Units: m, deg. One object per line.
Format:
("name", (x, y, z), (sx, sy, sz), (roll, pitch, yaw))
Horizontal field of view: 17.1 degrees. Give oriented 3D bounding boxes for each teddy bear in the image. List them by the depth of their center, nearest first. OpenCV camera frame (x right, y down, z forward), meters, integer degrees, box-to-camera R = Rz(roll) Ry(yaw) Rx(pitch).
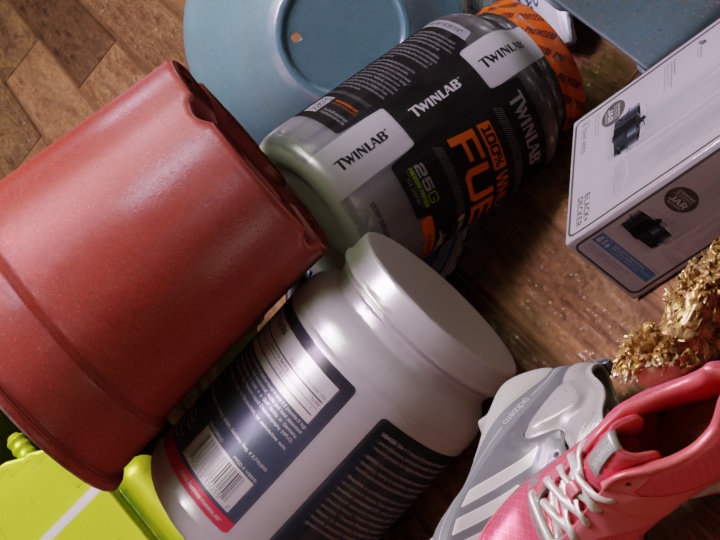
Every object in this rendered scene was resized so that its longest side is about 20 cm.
("teddy bear", (0.205, -0.007, 1.219), (0.200, 0.067, 0.145), (-45, -19, 25))

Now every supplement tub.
("supplement tub", (-0.017, 0.091, 1.440), (0.200, 0.140, 0.140), (-47, 25, 12))
("supplement tub", (0.041, -0.083, 1.539), (0.200, 0.123, 0.122), (-36, 18, -20))

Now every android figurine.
("android figurine", (-0.185, 0.198, 1.561), (0.182, 0.200, 0.041), (-46, -16, 13))

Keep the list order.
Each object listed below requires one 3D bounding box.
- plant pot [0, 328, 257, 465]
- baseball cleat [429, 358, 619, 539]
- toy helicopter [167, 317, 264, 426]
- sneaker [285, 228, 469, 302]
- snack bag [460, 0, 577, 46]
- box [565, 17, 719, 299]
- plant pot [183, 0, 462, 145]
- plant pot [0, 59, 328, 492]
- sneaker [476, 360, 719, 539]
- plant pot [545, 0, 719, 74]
("plant pot", (-0.146, 0.086, 1.669), (0.187, 0.187, 0.200), (-35, 15, 35))
("baseball cleat", (0.093, 0.128, 1.282), (0.106, 0.070, 0.201), (-21, 42, 42))
("toy helicopter", (-0.119, 0.021, 1.561), (0.079, 0.132, 0.201), (-43, 37, 33))
("sneaker", (0.000, 0.000, 1.594), (0.201, 0.089, 0.078), (-58, 25, -15))
("snack bag", (0.089, -0.236, 1.687), (0.200, 0.021, 0.190), (2, 100, 65))
("box", (0.210, -0.084, 1.366), (0.200, 0.060, 0.117), (-37, 28, 33))
("plant pot", (-0.018, -0.165, 1.643), (0.200, 0.200, 0.135), (-52, 10, 1))
("plant pot", (-0.137, -0.007, 1.426), (0.195, 0.201, 0.201), (-40, 25, 5))
("sneaker", (0.124, 0.100, 1.192), (0.200, 0.087, 0.074), (-37, 59, 17))
("plant pot", (0.193, -0.228, 1.441), (0.200, 0.196, 0.196), (-53, 24, 9))
